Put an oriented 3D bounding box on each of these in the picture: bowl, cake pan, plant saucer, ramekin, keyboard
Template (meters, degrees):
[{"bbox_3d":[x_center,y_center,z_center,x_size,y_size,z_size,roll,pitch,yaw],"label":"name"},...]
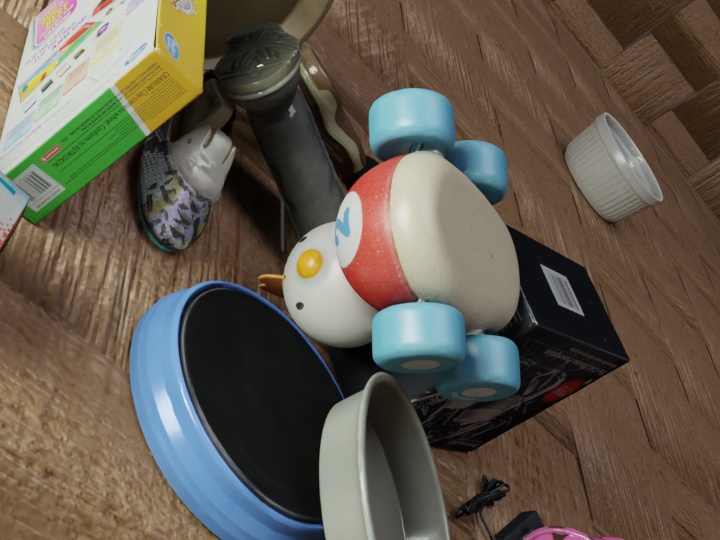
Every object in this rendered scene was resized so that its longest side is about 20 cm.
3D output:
[{"bbox_3d":[-0.071,0.097,0.761,0.201,0.039,0.201,43,27,-28],"label":"bowl"},{"bbox_3d":[0.020,0.172,0.765,0.200,0.036,0.202,-14,90,-74],"label":"cake pan"},{"bbox_3d":[-0.107,-0.235,0.916,0.200,0.200,0.030,19,34,-54],"label":"plant saucer"},{"bbox_3d":[0.473,-0.187,2.101,0.200,0.105,0.201,43,26,-27],"label":"ramekin"},{"bbox_3d":[0.128,0.247,0.980,0.128,0.021,0.200,61,23,9],"label":"keyboard"}]

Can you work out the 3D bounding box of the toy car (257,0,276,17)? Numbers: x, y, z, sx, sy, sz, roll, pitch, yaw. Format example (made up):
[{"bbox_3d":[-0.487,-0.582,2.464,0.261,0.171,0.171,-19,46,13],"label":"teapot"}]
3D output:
[{"bbox_3d":[-0.149,-0.274,0.949,0.158,0.164,0.200,56,33,1],"label":"toy car"}]

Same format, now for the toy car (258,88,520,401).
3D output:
[{"bbox_3d":[0.000,0.000,0.808,0.177,0.199,0.186,29,54,-54],"label":"toy car"}]

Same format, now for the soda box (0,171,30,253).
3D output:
[{"bbox_3d":[-0.267,-0.071,0.556,0.200,0.068,0.064,47,25,-23],"label":"soda box"}]

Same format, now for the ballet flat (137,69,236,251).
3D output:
[{"bbox_3d":[-0.128,-0.099,0.863,0.072,0.072,0.201,42,28,-30],"label":"ballet flat"}]

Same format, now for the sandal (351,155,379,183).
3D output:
[{"bbox_3d":[0.058,-0.079,1.225,0.200,0.048,0.076,30,34,-47],"label":"sandal"}]

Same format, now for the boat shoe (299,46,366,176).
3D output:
[{"bbox_3d":[-0.052,-0.140,1.066,0.075,0.074,0.203,59,0,26],"label":"boat shoe"}]

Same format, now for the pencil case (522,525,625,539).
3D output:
[{"bbox_3d":[0.207,0.273,0.979,0.200,0.093,0.092,26,58,-61],"label":"pencil case"}]

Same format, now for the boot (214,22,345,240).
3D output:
[{"bbox_3d":[-0.055,-0.091,0.911,0.182,0.072,0.202,-91,168,-67],"label":"boot"}]

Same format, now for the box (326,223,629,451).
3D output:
[{"bbox_3d":[0.102,0.065,0.960,0.199,0.181,0.105,20,43,-53],"label":"box"}]

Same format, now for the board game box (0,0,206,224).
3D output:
[{"bbox_3d":[-0.168,-0.145,0.739,0.040,0.152,0.201,40,29,-35],"label":"board game box"}]
